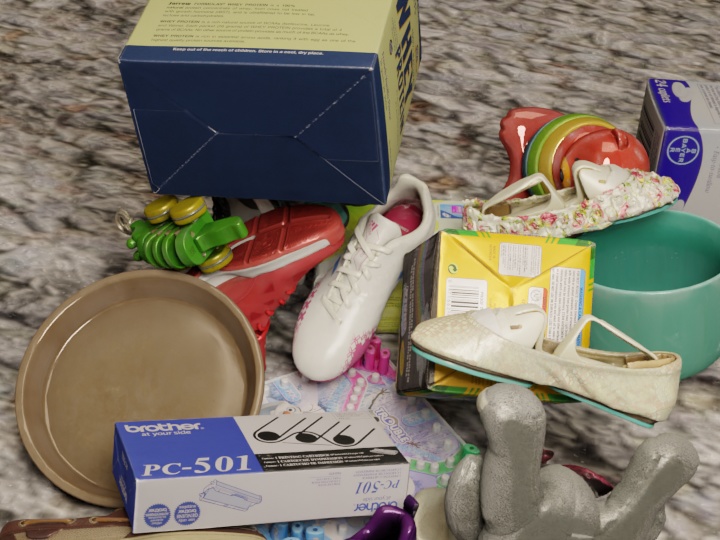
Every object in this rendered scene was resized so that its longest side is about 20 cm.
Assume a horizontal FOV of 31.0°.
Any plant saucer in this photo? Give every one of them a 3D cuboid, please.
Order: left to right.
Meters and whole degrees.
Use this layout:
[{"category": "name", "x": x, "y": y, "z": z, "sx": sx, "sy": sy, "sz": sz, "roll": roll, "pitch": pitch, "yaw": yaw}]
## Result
[{"category": "plant saucer", "x": -0.174, "y": 0.094, "z": 1.034, "sx": 0.199, "sy": 0.029, "sz": 0.201, "roll": -2, "pitch": 64, "yaw": 3}]

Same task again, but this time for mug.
[{"category": "mug", "x": 0.242, "y": 0.028, "z": 1.161, "sx": 0.184, "sy": 0.115, "sz": 0.152, "roll": 9, "pitch": 34, "yaw": 28}]

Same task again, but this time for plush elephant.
[{"category": "plush elephant", "x": 0.122, "y": 0.168, "z": 0.933, "sx": 0.164, "sy": 0.201, "sz": 0.155, "roll": 10, "pitch": 11, "yaw": -15}]

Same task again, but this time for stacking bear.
[{"category": "stacking bear", "x": 0.217, "y": -0.101, "z": 1.273, "sx": 0.113, "sy": 0.122, "sz": 0.200, "roll": -3, "pitch": 7, "yaw": -10}]

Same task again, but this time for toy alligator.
[{"category": "toy alligator", "x": -0.168, "y": -0.025, "z": 1.087, "sx": 0.200, "sy": 0.059, "sz": 0.054, "roll": 4, "pitch": 37, "yaw": 49}]

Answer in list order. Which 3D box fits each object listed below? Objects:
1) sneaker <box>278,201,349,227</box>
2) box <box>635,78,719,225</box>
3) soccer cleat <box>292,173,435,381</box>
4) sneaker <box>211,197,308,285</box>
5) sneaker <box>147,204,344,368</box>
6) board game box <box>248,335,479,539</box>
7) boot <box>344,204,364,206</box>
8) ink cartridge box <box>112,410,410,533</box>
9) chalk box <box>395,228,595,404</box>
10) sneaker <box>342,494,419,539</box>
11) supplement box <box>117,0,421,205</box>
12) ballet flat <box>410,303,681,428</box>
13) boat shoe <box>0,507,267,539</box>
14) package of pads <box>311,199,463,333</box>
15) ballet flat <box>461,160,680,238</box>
[{"category": "sneaker", "x": -0.046, "y": -0.088, "z": 1.236, "sx": 0.091, "sy": 0.078, "sz": 0.200, "roll": -34, "pitch": 27, "yaw": -10}, {"category": "box", "x": 0.370, "y": -0.078, "z": 1.272, "sx": 0.199, "sy": 0.184, "sz": 0.105, "roll": 2, "pitch": 33, "yaw": -2}, {"category": "soccer cleat", "x": 0.000, "y": 0.000, "z": 1.115, "sx": 0.070, "sy": 0.086, "sz": 0.200, "roll": 25, "pitch": 63, "yaw": 16}, {"category": "sneaker", "x": -0.106, "y": -0.039, "z": 1.166, "sx": 0.079, "sy": 0.200, "sz": 0.074, "roll": -25, "pitch": 51, "yaw": -5}, {"category": "sneaker", "x": -0.084, "y": 0.025, "z": 1.116, "sx": 0.199, "sy": 0.116, "sz": 0.078, "roll": -21, "pitch": 31, "yaw": 21}, {"category": "board game box", "x": -0.021, "y": 0.138, "z": 1.059, "sx": 0.199, "sy": 0.026, "sz": 0.200, "roll": -16, "pitch": 39, "yaw": -26}, {"category": "boot", "x": -0.030, "y": -0.125, "z": 1.189, "sx": 0.200, "sy": 0.068, "sz": 0.130, "roll": 30, "pitch": 23, "yaw": 28}, {"category": "ink cartridge box", "x": -0.073, "y": 0.144, "z": 0.945, "sx": 0.199, "sy": 0.044, "sz": 0.094, "roll": -1, "pitch": 19, "yaw": -20}, {"category": "chalk box", "x": 0.099, "y": 0.044, "z": 1.048, "sx": 0.123, "sy": 0.125, "sz": 0.200, "roll": 5, "pitch": -6, "yaw": -6}, {"category": "sneaker", "x": -0.030, "y": 0.227, "z": 0.877, "sx": 0.074, "sy": 0.088, "sz": 0.200, "roll": 25, "pitch": 40, "yaw": 27}, {"category": "supplement box", "x": -0.062, "y": -0.172, "z": 1.056, "sx": 0.199, "sy": 0.135, "sz": 0.200, "roll": 4, "pitch": 45, "yaw": 10}, {"category": "ballet flat", "x": 0.133, "y": 0.054, "z": 0.915, "sx": 0.199, "sy": 0.063, "sz": 0.067, "roll": 17, "pitch": 12, "yaw": -12}, {"category": "boat shoe", "x": -0.161, "y": 0.196, "z": 0.926, "sx": 0.199, "sy": 0.072, "sz": 0.072, "roll": -5, "pitch": 37, "yaw": -3}, {"category": "package of pads", "x": 0.056, "y": -0.004, "z": 1.234, "sx": 0.199, "sy": 0.068, "sz": 0.155, "roll": 2, "pitch": 35, "yaw": 2}, {"category": "ballet flat", "x": 0.180, "y": -0.060, "z": 1.147, "sx": 0.199, "sy": 0.064, "sz": 0.076, "roll": -18, "pitch": 19, "yaw": 7}]
